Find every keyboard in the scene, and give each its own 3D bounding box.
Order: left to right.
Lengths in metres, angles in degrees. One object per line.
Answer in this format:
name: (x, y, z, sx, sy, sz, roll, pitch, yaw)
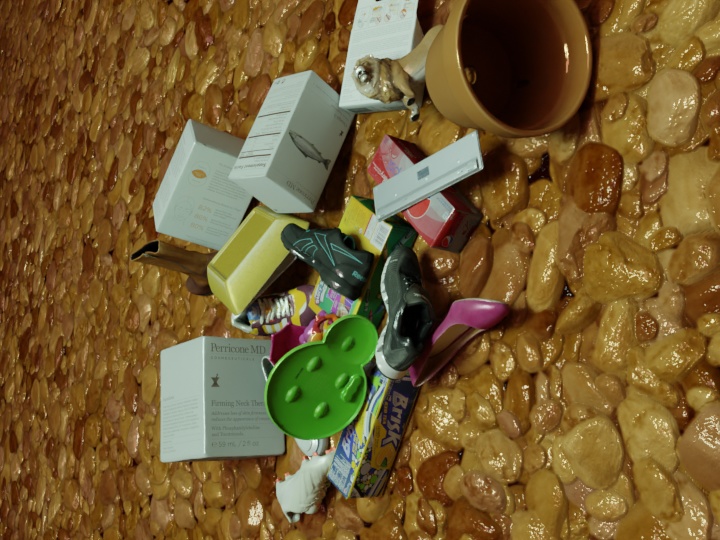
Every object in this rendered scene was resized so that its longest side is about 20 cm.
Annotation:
keyboard: (0.090, -0.128, 1.106, 0.198, 0.011, 0.057, -25, 58, 41)

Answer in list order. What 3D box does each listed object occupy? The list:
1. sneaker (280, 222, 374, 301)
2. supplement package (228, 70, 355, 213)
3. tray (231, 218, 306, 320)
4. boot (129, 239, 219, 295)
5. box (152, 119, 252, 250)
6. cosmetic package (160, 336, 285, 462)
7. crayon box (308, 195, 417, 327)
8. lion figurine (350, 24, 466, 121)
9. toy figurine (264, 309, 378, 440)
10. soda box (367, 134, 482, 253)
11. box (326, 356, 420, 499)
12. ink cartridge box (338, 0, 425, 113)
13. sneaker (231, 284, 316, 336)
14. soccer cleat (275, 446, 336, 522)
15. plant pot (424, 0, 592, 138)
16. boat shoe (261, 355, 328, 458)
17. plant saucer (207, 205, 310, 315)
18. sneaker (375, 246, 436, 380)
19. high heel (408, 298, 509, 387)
sneaker: (-0.049, -0.030, 1.221, 0.199, 0.075, 0.080, 38, 98, 40)
supplement package: (-0.112, -0.212, 1.326, 0.116, 0.116, 0.203, 4, 66, 49)
tray: (-0.164, -0.009, 1.390, 0.200, 0.022, 0.108, -44, 27, 10)
boot: (-0.358, -0.002, 1.559, 0.187, 0.198, 0.070, -13, 73, 47)
box: (-0.297, -0.162, 1.541, 0.202, 0.150, 0.107, -60, 31, 22)
cosmetic package: (-0.248, 0.233, 1.413, 0.165, 0.165, 0.204, -19, 69, 47)
crayon box: (0.000, 0.000, 1.244, 0.119, 0.058, 0.203, 40, 113, 46)
lion figurine: (0.087, -0.303, 1.157, 0.198, 0.073, 0.124, -31, 59, 6)
toy figurine: (-0.071, 0.119, 1.183, 0.201, 0.149, 0.184, -55, 24, 7)
soda box: (0.089, -0.115, 1.156, 0.071, 0.063, 0.201, -59, 45, 24)
box: (0.020, 0.231, 1.169, 0.064, 0.069, 0.203, 32, 108, 49)
ink cartridge box: (0.045, -0.359, 1.270, 0.159, 0.047, 0.204, 7, 86, 50)
sneaker: (-0.147, 0.074, 1.379, 0.199, 0.089, 0.076, -28, 64, 45)
soccer cleat: (-0.075, 0.343, 1.267, 0.200, 0.068, 0.079, -47, 58, 47)
plant pot: (0.171, -0.261, 1.002, 0.140, 0.197, 0.204, 0, 83, 65)
boat shoe: (-0.120, 0.230, 1.338, 0.074, 0.066, 0.201, -54, 47, 29)
plant saucer: (-0.195, -0.034, 1.392, 0.201, 0.048, 0.200, -52, 26, -6)
sneaker: (0.070, 0.045, 1.094, 0.090, 0.066, 0.203, -42, 34, 50)
high heel: (0.127, 0.098, 1.061, 0.199, 0.067, 0.098, -20, 58, 52)
